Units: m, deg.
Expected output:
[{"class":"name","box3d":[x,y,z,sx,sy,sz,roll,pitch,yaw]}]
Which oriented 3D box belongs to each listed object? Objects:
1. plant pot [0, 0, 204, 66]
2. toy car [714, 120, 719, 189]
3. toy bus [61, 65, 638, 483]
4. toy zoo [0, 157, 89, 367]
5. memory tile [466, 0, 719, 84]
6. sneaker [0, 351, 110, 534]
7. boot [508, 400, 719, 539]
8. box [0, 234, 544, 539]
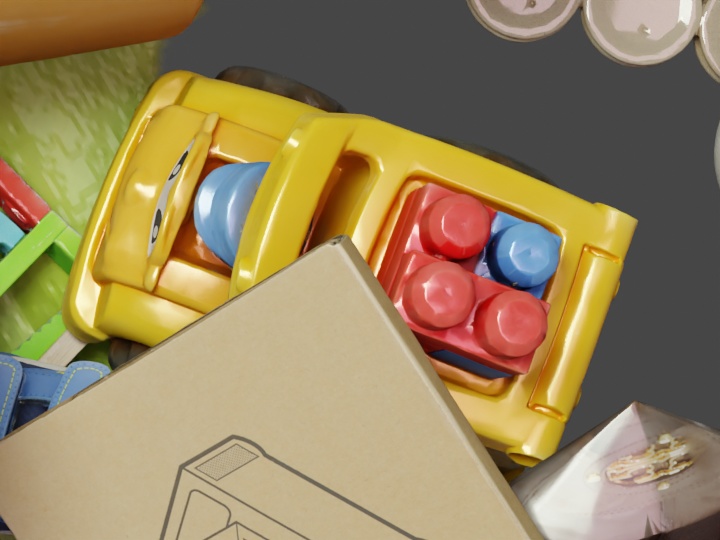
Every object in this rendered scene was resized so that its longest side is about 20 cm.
[{"class":"plant pot","box3d":[-0.151,-0.150,0.962,0.183,0.200,0.201,1,89,-22]},{"class":"toy car","box3d":[0.250,-0.058,1.044,0.200,0.150,0.175,38,87,-12]},{"class":"toy bus","box3d":[0.000,0.000,0.998,0.200,0.192,0.136,22,83,-6]},{"class":"toy zoo","box3d":[-0.202,-0.016,1.048,0.200,0.020,0.131,45,65,-4]},{"class":"memory tile","box3d":[0.129,-0.181,1.107,0.153,0.017,0.200,11,88,-6]},{"class":"sneaker","box3d":[-0.110,0.066,0.999,0.200,0.082,0.074,9,75,-6]},{"class":"boot","box3d":[0.142,0.096,1.011,0.186,0.200,0.064,-15,63,-5]},{"class":"box","box3d":[-0.018,0.110,0.933,0.163,0.021,0.200,-31,96,19]}]
